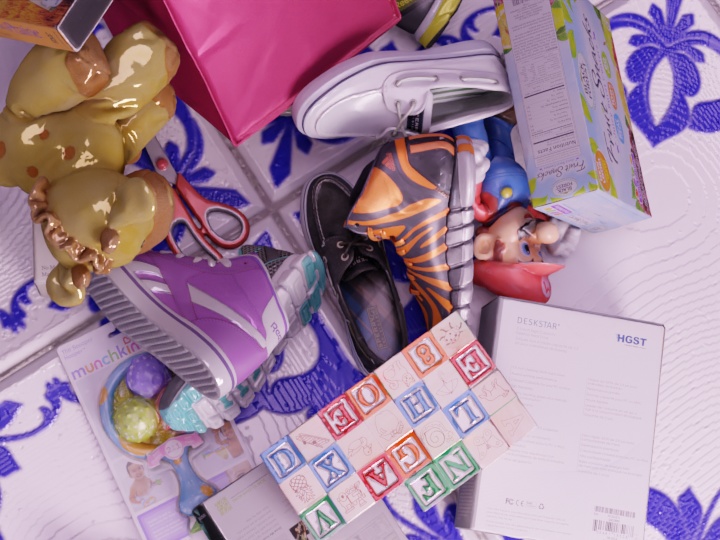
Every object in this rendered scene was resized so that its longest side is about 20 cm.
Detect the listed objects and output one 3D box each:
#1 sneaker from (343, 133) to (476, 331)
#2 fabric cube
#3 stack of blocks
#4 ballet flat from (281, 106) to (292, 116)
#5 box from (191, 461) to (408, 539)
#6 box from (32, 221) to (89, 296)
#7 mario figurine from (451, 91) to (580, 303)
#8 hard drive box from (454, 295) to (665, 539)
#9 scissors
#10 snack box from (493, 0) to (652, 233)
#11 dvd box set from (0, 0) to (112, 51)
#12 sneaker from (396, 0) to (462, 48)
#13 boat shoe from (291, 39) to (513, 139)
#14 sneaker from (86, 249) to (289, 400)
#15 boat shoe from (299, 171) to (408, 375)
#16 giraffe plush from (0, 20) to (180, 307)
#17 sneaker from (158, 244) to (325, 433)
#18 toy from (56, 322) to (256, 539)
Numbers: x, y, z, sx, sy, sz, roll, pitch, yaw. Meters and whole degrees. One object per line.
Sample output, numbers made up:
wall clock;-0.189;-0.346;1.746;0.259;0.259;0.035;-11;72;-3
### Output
sneaker;0.041;-0.022;1.103;0.110;0.078;0.203;-1;110;0
fabric cube;-0.117;-0.270;1.080;0.195;0.201;0.199;-37;49;-13
stack of blocks;0.031;0.140;1.044;0.199;0.059;0.116;-35;83;-5
ballet flat;-0.061;-0.190;1.182;0.199;0.069;0.071;-40;104;-15
box;-0.030;0.246;1.074;0.144;0.036;0.201;-29;81;-32
box;-0.249;-0.082;1.123;0.081;0.068;0.203;-4;79;-9
mario figurine;0.145;-0.067;1.156;0.122;0.106;0.203;-9;77;-11
hard drive box;0.175;0.137;1.121;0.154;0.077;0.203;10;80;-5
scissors;-0.180;-0.082;1.161;0.073;0.014;0.200;-40;87;-12
snack box;0.191;-0.146;1.146;0.067;0.168;0.203;-16;76;26
dvd box set;-0.250;-0.243;0.970;0.198;0.029;0.147;17;68;35
sneaker;0.076;-0.316;1.214;0.084;0.074;0.202;25;75;-9
boat shoe;0.042;-0.148;1.093;0.198;0.074;0.067;-20;54;-14
sneaker;-0.145;0.010;1.044;0.200;0.073;0.114;38;60;18
boat shoe;0.000;0.000;1.144;0.068;0.057;0.202;-19;80;-11
giraffe plush;-0.204;-0.073;0.972;0.198;0.173;0.163;-23;66;-28
sneaker;-0.115;0.054;1.101;0.090;0.078;0.200;20;54;31
toy;-0.170;0.128;1.097;0.114;0.047;0.202;-25;82;-14
